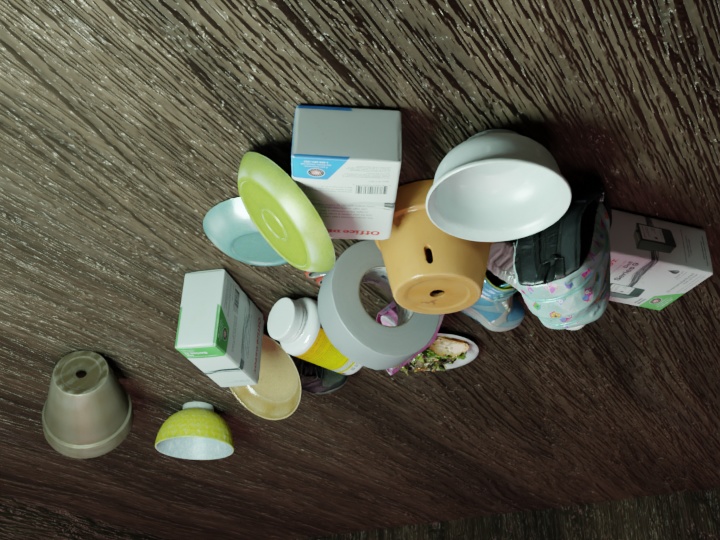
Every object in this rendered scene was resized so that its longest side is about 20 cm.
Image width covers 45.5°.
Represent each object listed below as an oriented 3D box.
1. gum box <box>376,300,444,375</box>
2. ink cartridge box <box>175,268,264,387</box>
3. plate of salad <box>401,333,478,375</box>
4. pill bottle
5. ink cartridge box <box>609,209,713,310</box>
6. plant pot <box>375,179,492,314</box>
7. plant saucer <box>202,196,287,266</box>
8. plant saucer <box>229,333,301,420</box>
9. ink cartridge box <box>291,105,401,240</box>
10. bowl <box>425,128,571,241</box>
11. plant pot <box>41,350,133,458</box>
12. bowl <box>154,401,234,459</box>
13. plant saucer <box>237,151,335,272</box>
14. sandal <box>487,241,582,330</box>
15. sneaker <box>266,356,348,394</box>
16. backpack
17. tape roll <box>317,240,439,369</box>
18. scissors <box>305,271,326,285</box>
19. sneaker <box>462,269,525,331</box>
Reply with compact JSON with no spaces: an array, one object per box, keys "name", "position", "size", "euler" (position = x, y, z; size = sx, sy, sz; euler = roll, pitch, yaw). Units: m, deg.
[{"name":"gum box","position":[0.087,0.103,1.572],"size":[0.112,0.066,0.201],"euler":[-35,161,-18]},{"name":"ink cartridge box","position":[-0.251,0.110,1.568],"size":[0.081,0.150,0.201],"euler":[-6,151,15]},{"name":"plate of salad","position":[0.151,0.182,1.806],"size":[0.194,0.049,0.201],"euler":[0,152,0]},{"name":"pill bottle","position":[-0.078,0.120,1.625],"size":[0.108,0.112,0.198],"euler":[-23,145,38]},{"name":"ink cartridge box","position":[0.440,-0.015,1.393],"size":[0.195,0.086,0.146],"euler":[10,150,-16]},{"name":"plant pot","position":[0.117,-0.026,1.317],"size":[0.194,0.143,0.201],"euler":[0,152,0]},{"name":"plant saucer","position":[-0.157,-0.050,1.382],"size":[0.195,0.040,0.202],"euler":[1,152,0]},{"name":"plant saucer","position":[-0.197,0.210,1.774],"size":[0.196,0.035,0.205],"euler":[13,117,26]},{"name":"ink cartridge box","position":[-0.021,-0.129,1.183],"size":[0.142,0.086,0.201],"euler":[2,153,-2]},{"name":"bowl","position":[0.186,-0.128,1.177],"size":[0.195,0.092,0.202],"euler":[1,153,0]},{"name":"plant pot","position":[-0.595,0.274,1.863],"size":[0.194,0.203,0.176],"euler":[4,136,-8]},{"name":"bowl","position":[-0.407,0.391,2.137],"size":[0.194,0.110,0.201],"euler":[1,152,0]},{"name":"plant saucer","position":[-0.112,-0.072,1.206],"size":[0.031,0.200,0.201],"euler":[-38,160,-20]},{"name":"sandal","position":[0.293,0.013,1.400],"size":[0.050,0.202,0.083],"euler":[-27,153,-55]},{"name":"sneaker","position":[-0.117,0.211,1.831],"size":[0.194,0.078,0.114],"euler":[12,157,-9]},{"name":"backpack","position":[0.296,-0.018,1.247],"size":[0.164,0.202,0.127],"euler":[-23,120,31]},{"name":"tape roll","position":[0.031,0.055,1.402],"size":[0.196,0.205,0.066],"euler":[12,151,-21]},{"name":"scissors","position":[0.000,0.000,1.501],"size":[0.195,0.014,0.073],"euler":[-8,149,19]},{"name":"sneaker","position":[0.251,0.043,1.511],"size":[0.197,0.081,0.129],"euler":[21,147,-35]}]
